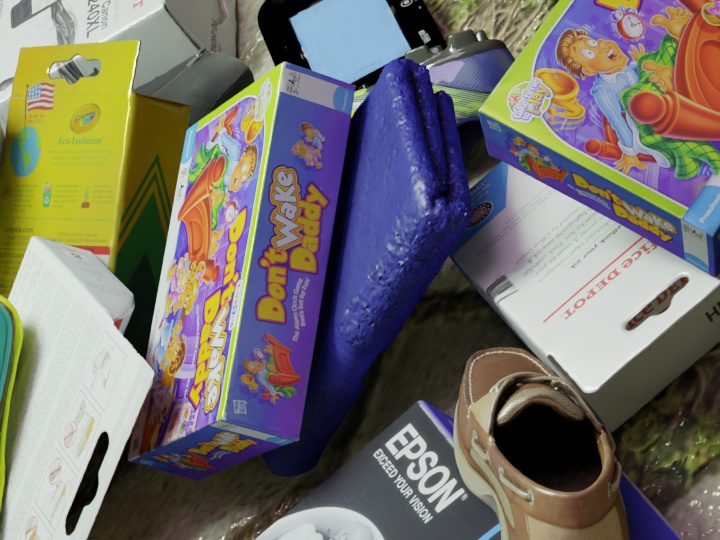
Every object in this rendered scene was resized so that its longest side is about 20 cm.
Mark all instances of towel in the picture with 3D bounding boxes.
[{"bbox_3d":[0.000,0.000,1.375,0.200,0.049,0.148,-58,28,32],"label":"towel"}]

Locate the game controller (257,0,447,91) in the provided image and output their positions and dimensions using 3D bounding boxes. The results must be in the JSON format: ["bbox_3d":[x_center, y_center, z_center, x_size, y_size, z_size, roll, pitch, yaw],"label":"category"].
[{"bbox_3d":[-0.004,-0.145,1.616,0.104,0.042,0.200,-35,35,8],"label":"game controller"}]

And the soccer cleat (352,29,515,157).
[{"bbox_3d":[0.008,-0.072,1.492,0.199,0.084,0.065,-23,-3,21],"label":"soccer cleat"}]

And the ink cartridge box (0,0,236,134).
[{"bbox_3d":[-0.191,-0.153,1.769,0.199,0.083,0.146,-28,36,18],"label":"ink cartridge box"}]

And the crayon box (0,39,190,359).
[{"bbox_3d":[-0.170,-0.039,1.569,0.127,0.051,0.201,3,85,46],"label":"crayon box"}]

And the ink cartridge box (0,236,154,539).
[{"bbox_3d":[-0.166,0.092,1.443,0.200,0.057,0.163,38,109,51],"label":"ink cartridge box"}]

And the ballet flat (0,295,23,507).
[{"bbox_3d":[-0.236,0.110,1.455,0.067,0.067,0.201,154,130,-77],"label":"ballet flat"}]

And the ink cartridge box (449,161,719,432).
[{"bbox_3d":[0.130,0.002,1.296,0.116,0.068,0.200,-40,33,0],"label":"ink cartridge box"}]

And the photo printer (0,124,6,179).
[{"bbox_3d":[-0.280,-0.020,1.604,0.069,0.200,0.167,20,64,14],"label":"photo printer"}]

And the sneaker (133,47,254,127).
[{"bbox_3d":[-0.158,-0.084,1.686,0.199,0.075,0.106,-5,36,40],"label":"sneaker"}]

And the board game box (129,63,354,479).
[{"bbox_3d":[-0.066,0.003,1.382,0.134,0.045,0.201,-27,50,60],"label":"board game box"}]

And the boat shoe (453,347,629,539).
[{"bbox_3d":[0.088,0.082,1.197,0.075,0.072,0.200,-8,28,-9],"label":"boat shoe"}]

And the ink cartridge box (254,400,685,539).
[{"bbox_3d":[0.042,0.147,1.242,0.200,0.043,0.198,-40,34,-1],"label":"ink cartridge box"}]

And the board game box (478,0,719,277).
[{"bbox_3d":[0.169,-0.113,1.233,0.134,0.045,0.200,29,72,22],"label":"board game box"}]
